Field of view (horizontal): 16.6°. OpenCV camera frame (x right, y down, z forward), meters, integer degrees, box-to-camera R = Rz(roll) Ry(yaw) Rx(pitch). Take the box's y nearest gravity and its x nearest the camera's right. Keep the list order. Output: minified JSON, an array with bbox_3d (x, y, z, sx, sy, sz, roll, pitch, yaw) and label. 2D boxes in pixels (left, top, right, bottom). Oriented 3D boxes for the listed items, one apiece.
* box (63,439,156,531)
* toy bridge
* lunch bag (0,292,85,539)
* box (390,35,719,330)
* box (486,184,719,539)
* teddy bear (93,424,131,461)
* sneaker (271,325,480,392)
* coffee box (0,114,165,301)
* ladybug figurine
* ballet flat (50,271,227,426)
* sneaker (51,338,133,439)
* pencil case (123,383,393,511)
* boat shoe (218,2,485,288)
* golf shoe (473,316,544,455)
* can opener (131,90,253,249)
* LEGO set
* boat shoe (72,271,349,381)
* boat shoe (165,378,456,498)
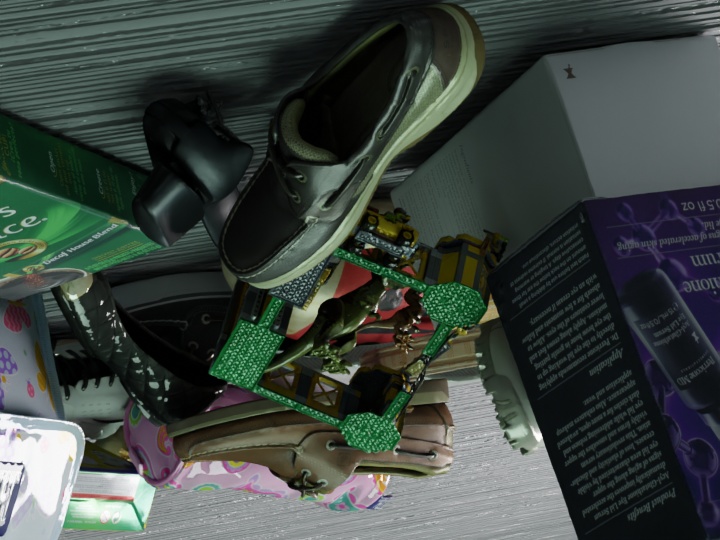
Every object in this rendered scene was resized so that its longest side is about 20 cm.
[{"bbox_3d":[-0.251,0.128,1.731,0.199,0.049,0.117,19,-175,37],"label":"box"},{"bbox_3d":[0.054,0.054,1.600,0.067,0.027,0.200,-7,176,-32],"label":"toy bridge"},{"bbox_3d":[-0.256,0.094,1.484,0.127,0.201,0.169,-20,161,24],"label":"lunch bag"},{"bbox_3d":[0.125,-0.049,1.460,0.124,0.098,0.200,-10,163,-30],"label":"box"},{"bbox_3d":[0.180,0.064,1.338,0.147,0.201,0.104,-8,160,-35],"label":"box"},{"bbox_3d":[-0.121,0.129,1.834,0.144,0.067,0.200,-17,179,13],"label":"teddy bear"},{"bbox_3d":[0.009,0.061,1.807,0.199,0.074,0.116,1,163,-14],"label":"sneaker"},{"bbox_3d":[-0.205,-0.033,1.379,0.122,0.044,0.200,-19,162,21],"label":"coffee box"},{"bbox_3d":[0.001,0.005,1.603,0.199,0.072,0.136,1,158,-38],"label":"ladybug figurine"},{"bbox_3d":[-0.148,0.033,1.565,0.057,0.067,0.200,-31,142,3],"label":"ballet flat"},{"bbox_3d":[-0.199,0.071,1.692,0.080,0.074,0.200,-25,168,23],"label":"sneaker"},{"bbox_3d":[-0.068,0.123,1.725,0.199,0.088,0.087,13,150,-42],"label":"pencil case"},{"bbox_3d":[-0.019,-0.070,1.305,0.065,0.073,0.200,8,130,-49],"label":"boat shoe"},{"bbox_3d":[0.131,0.044,1.428,0.097,0.079,0.200,-24,-175,25],"label":"golf shoe"},{"bbox_3d":[-0.096,-0.052,1.386,0.079,0.063,0.200,-39,173,-3],"label":"can opener"},{"bbox_3d":[0.000,0.000,1.449,0.153,0.116,0.200,17,138,-3],"label":"LEGO set"},{"bbox_3d":[-0.097,0.043,1.660,0.199,0.067,0.070,-3,160,-27],"label":"boat shoe"},{"bbox_3d":[-0.027,0.114,1.608,0.199,0.068,0.072,-6,175,-21],"label":"boat shoe"}]
